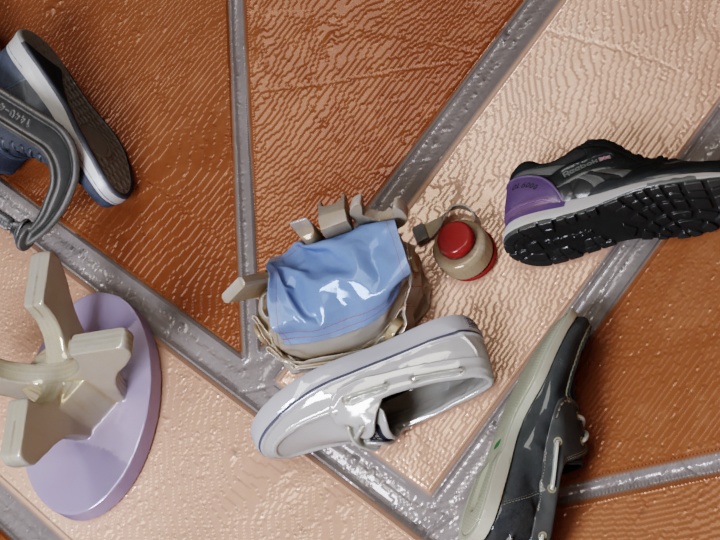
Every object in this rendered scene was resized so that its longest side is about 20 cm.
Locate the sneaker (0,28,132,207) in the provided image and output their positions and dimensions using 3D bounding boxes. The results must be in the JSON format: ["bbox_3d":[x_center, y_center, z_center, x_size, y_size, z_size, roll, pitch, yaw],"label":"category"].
[{"bbox_3d":[-0.303,-0.101,1.619,0.146,0.077,0.203,-42,64,13],"label":"sneaker"}]

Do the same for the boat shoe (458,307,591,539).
[{"bbox_3d":[0.136,0.123,1.309,0.067,0.072,0.201,24,67,-4],"label":"boat shoe"}]

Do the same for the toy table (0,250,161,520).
[{"bbox_3d":[-0.247,0.093,1.467,0.183,0.117,0.201,-20,58,16],"label":"toy table"}]

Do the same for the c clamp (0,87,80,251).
[{"bbox_3d":[-0.341,-0.085,1.588,0.200,0.027,0.171,25,103,22],"label":"c clamp"}]

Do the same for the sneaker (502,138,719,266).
[{"bbox_3d":[0.203,-0.072,1.359,0.199,0.076,0.088,-11,56,21],"label":"sneaker"}]

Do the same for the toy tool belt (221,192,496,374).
[{"bbox_3d":[0.000,0.000,1.388,0.199,0.123,0.125,-26,57,12],"label":"toy tool belt"}]

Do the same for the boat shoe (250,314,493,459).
[{"bbox_3d":[0.010,0.106,1.367,0.199,0.072,0.066,-24,53,4],"label":"boat shoe"}]
